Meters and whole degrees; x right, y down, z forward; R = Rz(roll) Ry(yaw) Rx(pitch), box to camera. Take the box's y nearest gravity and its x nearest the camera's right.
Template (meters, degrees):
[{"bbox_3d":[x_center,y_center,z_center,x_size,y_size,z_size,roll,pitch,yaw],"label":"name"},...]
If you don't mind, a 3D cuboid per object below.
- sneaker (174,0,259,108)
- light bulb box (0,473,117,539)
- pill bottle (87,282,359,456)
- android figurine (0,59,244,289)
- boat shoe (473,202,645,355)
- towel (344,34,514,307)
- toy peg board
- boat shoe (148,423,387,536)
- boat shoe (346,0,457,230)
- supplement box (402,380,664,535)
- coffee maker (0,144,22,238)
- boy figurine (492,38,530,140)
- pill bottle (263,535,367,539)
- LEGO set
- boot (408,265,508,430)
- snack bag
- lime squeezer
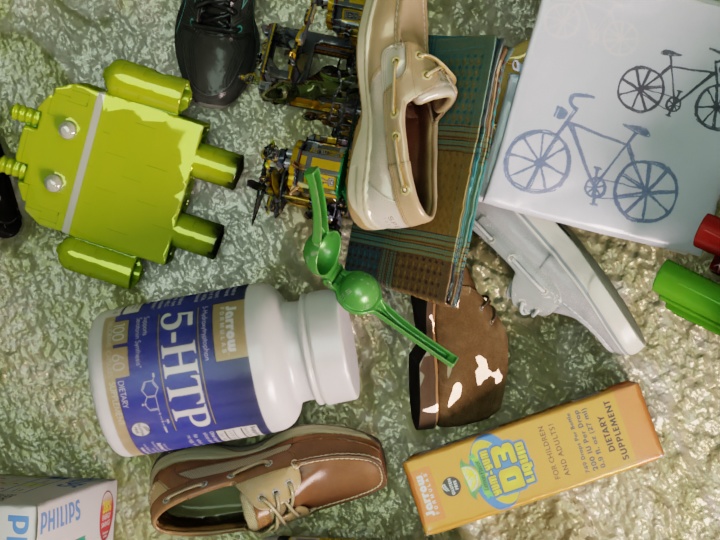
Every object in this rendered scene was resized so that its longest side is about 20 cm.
[{"bbox_3d":[-0.120,-0.236,1.107,0.075,0.079,0.202,5,90,5],"label":"sneaker"},{"bbox_3d":[-0.315,0.227,1.051,0.198,0.198,0.126,2,87,7],"label":"light bulb box"},{"bbox_3d":[-0.106,0.074,1.074,0.198,0.120,0.121,-11,87,5],"label":"pill bottle"},{"bbox_3d":[-0.202,-0.082,1.117,0.198,0.041,0.183,19,100,0],"label":"android figurine"},{"bbox_3d":[0.145,-0.002,1.082,0.071,0.070,0.201,-42,80,13],"label":"boat shoe"},{"bbox_3d":[0.049,-0.082,1.040,0.022,0.146,0.202,8,95,-35],"label":"towel"},{"bbox_3d":[0.303,-0.024,1.005,0.097,0.200,0.200,27,91,21],"label":"toy peg board"},{"bbox_3d":[-0.076,0.179,1.079,0.198,0.074,0.076,-10,122,11],"label":"boat shoe"},{"bbox_3d":[0.039,-0.129,0.994,0.069,0.074,0.202,4,90,30],"label":"boat shoe"},{"bbox_3d":[0.136,0.150,1.073,0.198,0.069,0.067,-21,84,7],"label":"supplement box"},{"bbox_3d":[-0.407,-0.081,1.120,0.198,0.135,0.193,-20,63,4],"label":"coffee maker"},{"bbox_3d":[0.148,-0.139,1.084,0.198,0.064,0.125,18,93,3],"label":"boy figurine"},{"bbox_3d":[0.017,0.270,1.058,0.198,0.111,0.112,2,88,7],"label":"pill bottle"},{"bbox_3d":[-0.052,-0.134,1.063,0.115,0.154,0.202,11,86,6],"label":"LEGO set"},{"bbox_3d":[0.079,0.027,1.082,0.075,0.074,0.202,-2,102,-6],"label":"boot"},{"bbox_3d":[0.200,-0.125,1.025,0.187,0.021,0.202,13,103,-7],"label":"snack bag"},{"bbox_3d":[0.000,0.000,1.023,0.070,0.038,0.200,-17,121,35],"label":"lime squeezer"}]
